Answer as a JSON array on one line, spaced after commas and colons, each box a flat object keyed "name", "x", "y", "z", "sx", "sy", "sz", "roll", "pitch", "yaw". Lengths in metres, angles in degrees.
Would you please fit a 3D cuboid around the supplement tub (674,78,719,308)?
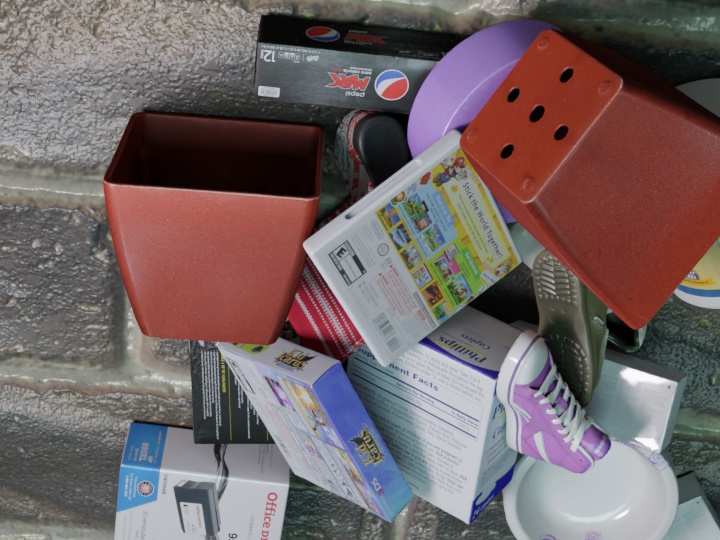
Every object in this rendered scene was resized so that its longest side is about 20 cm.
[{"name": "supplement tub", "x": 0.360, "y": -0.078, "z": 1.445, "sx": 0.144, "sy": 0.145, "sz": 0.200, "roll": -18, "pitch": 119, "yaw": 11}]

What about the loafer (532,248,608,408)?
[{"name": "loafer", "x": 0.224, "y": 0.055, "z": 1.471, "sx": 0.076, "sy": 0.067, "sz": 0.200, "roll": 23, "pitch": 134, "yaw": 35}]

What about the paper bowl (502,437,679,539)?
[{"name": "paper bowl", "x": 0.264, "y": 0.242, "z": 1.659, "sx": 0.200, "sy": 0.104, "sz": 0.201, "roll": 1, "pitch": 115, "yaw": 1}]

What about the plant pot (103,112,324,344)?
[{"name": "plant pot", "x": -0.144, "y": -0.036, "z": 1.424, "sx": 0.199, "sy": 0.200, "sz": 0.177, "roll": 5, "pitch": 115, "yaw": -2}]

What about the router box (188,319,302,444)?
[{"name": "router box", "x": -0.119, "y": 0.106, "z": 1.617, "sx": 0.149, "sy": 0.051, "sz": 0.200, "roll": 1, "pitch": 122, "yaw": -2}]

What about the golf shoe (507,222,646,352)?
[{"name": "golf shoe", "x": 0.239, "y": 0.010, "z": 1.529, "sx": 0.200, "sy": 0.097, "sz": 0.078, "roll": 36, "pitch": 117, "yaw": -18}]

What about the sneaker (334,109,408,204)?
[{"name": "sneaker", "x": 0.020, "y": -0.069, "z": 1.465, "sx": 0.067, "sy": 0.108, "sz": 0.202, "roll": -11, "pitch": 107, "yaw": -11}]

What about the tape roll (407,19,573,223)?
[{"name": "tape roll", "x": 0.149, "y": -0.144, "z": 1.406, "sx": 0.200, "sy": 0.066, "sz": 0.200, "roll": -16, "pitch": 133, "yaw": -18}]

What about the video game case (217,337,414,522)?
[{"name": "video game case", "x": -0.048, "y": 0.161, "z": 1.525, "sx": 0.045, "sy": 0.181, "sz": 0.200, "roll": -41, "pitch": 122, "yaw": -22}]

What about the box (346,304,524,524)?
[{"name": "box", "x": 0.082, "y": 0.139, "z": 1.557, "sx": 0.184, "sy": 0.105, "sz": 0.200, "roll": 25, "pitch": 126, "yaw": 26}]

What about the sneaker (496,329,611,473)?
[{"name": "sneaker", "x": 0.206, "y": 0.139, "z": 1.452, "sx": 0.114, "sy": 0.073, "sz": 0.201, "roll": 25, "pitch": 155, "yaw": 27}]

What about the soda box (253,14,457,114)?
[{"name": "soda box", "x": -0.005, "y": -0.203, "z": 1.414, "sx": 0.199, "sy": 0.071, "sz": 0.063, "roll": 6, "pitch": 124, "yaw": -4}]

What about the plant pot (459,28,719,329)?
[{"name": "plant pot", "x": 0.212, "y": -0.102, "z": 1.292, "sx": 0.176, "sy": 0.200, "sz": 0.200, "roll": 30, "pitch": 103, "yaw": -38}]

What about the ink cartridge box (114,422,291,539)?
[{"name": "ink cartridge box", "x": -0.187, "y": 0.271, "z": 1.700, "sx": 0.200, "sy": 0.084, "sz": 0.145, "roll": 7, "pitch": 122, "yaw": -4}]

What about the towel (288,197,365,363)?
[{"name": "towel", "x": 0.000, "y": 0.000, "z": 1.503, "sx": 0.200, "sy": 0.145, "sz": 0.022, "roll": -38, "pitch": 155, "yaw": 13}]

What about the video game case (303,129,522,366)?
[{"name": "video game case", "x": 0.056, "y": -0.017, "z": 1.387, "sx": 0.182, "sy": 0.023, "sz": 0.200, "roll": -37, "pitch": 137, "yaw": -5}]

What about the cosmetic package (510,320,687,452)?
[{"name": "cosmetic package", "x": 0.248, "y": 0.124, "z": 1.557, "sx": 0.200, "sy": 0.051, "sz": 0.083, "roll": 18, "pitch": 108, "yaw": 24}]

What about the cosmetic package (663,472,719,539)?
[{"name": "cosmetic package", "x": 0.334, "y": 0.323, "z": 1.746, "sx": 0.200, "sy": 0.051, "sz": 0.083, "roll": -24, "pitch": 121, "yaw": 15}]
